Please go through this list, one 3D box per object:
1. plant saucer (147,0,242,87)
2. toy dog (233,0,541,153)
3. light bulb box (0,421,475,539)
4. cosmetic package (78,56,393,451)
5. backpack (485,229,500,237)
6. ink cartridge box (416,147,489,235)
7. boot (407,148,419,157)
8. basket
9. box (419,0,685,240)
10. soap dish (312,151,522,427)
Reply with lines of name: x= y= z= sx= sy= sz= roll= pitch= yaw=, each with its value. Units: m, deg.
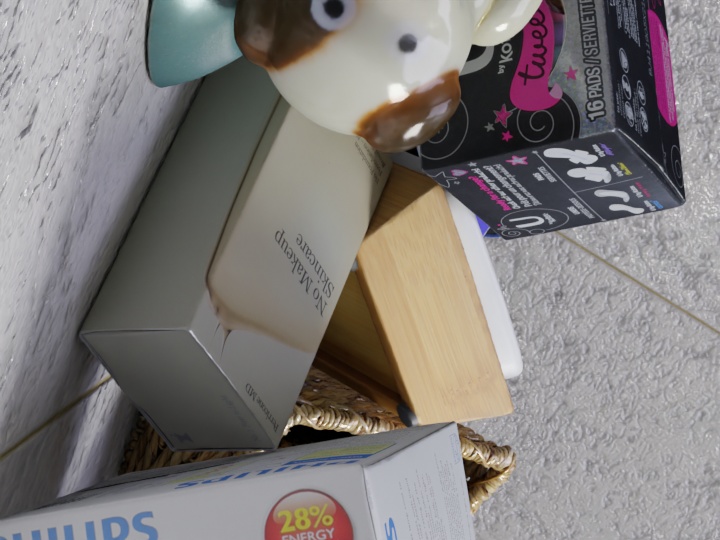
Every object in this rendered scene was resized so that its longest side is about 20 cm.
plant saucer: x=-0.051 y=-0.179 z=1.025 sx=0.200 sy=0.036 sz=0.201 roll=19 pitch=90 yaw=-86
toy dog: x=0.011 y=-0.143 z=1.018 sx=0.194 sy=0.140 sz=0.200 roll=-41 pitch=-168 yaw=30
light bulb box: x=-0.054 y=0.156 z=1.036 sx=0.200 sy=0.197 sz=0.126 roll=-9 pitch=88 yaw=-76
cosmetic package: x=-0.061 y=-0.014 z=1.119 sx=0.104 sy=0.073 sz=0.201 roll=56 pitch=43 yaw=-40
backpack: x=0.060 y=-0.125 z=1.556 sx=0.183 sy=0.199 sz=0.135 roll=104 pitch=7 yaw=-45
ink cartridge box: x=0.074 y=-0.124 z=1.309 sx=0.198 sy=0.043 sz=0.201 roll=-55 pitch=134 yaw=-58
boot: x=0.012 y=-0.140 z=1.340 sx=0.154 sy=0.073 sz=0.204 roll=100 pitch=-24 yaw=-43
basket: x=-0.032 y=0.138 z=1.318 sx=0.199 sy=0.149 sz=0.144 roll=17 pitch=97 yaw=-41
box: x=0.099 y=-0.136 z=1.173 sx=0.132 sy=0.114 sz=0.201 roll=34 pitch=48 yaw=-59
soap dish: x=0.000 y=0.000 z=1.267 sx=0.081 sy=0.200 sz=0.158 roll=-32 pitch=121 yaw=-22
